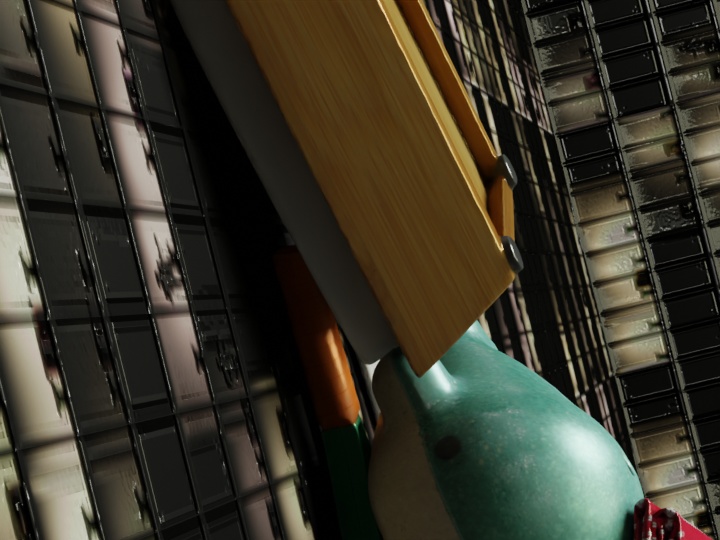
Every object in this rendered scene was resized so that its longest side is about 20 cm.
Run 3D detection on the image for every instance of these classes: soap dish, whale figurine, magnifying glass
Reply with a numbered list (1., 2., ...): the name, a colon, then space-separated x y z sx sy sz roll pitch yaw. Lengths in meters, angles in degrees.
1. soap dish: -0.001 -0.072 1.253 0.157 0.081 0.200 -83 148 -71
2. whale figurine: 0.064 0.079 1.296 0.159 0.104 0.200 54 16 -38
3. magnifying glass: -0.004 0.086 1.291 0.080 0.022 0.200 -59 136 -79

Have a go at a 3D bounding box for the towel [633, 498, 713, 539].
1. towel: 0.148 0.208 1.262 0.145 0.022 0.200 38 49 -63

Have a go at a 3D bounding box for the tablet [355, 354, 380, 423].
1. tablet: 0.000 0.000 1.493 0.130 0.014 0.200 -82 156 -69
